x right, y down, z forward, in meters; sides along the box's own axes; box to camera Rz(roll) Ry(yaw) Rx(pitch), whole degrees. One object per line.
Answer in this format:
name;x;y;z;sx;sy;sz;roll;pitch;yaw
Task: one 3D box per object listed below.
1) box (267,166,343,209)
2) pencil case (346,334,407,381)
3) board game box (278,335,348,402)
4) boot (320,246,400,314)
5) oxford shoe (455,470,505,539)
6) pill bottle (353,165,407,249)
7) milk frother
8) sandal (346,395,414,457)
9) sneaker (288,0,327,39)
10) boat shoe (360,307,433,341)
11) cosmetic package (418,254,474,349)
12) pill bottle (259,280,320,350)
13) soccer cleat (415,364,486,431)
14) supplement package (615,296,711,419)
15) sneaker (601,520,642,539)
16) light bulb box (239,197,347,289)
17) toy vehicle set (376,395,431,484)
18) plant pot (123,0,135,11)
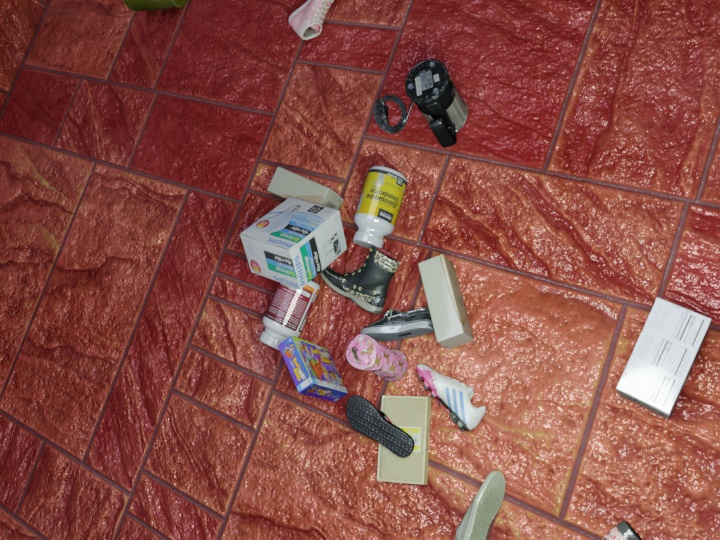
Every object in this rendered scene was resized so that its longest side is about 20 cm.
box;-0.157;-0.215;1.895;0.197;0.095;0.079;26;87;31
pencil case;0.042;0.212;1.610;0.085;0.199;0.085;-11;69;24
board game box;-0.116;0.249;1.677;0.044;0.200;0.136;-34;64;12
boot;0.001;0.000;1.745;0.202;0.073;0.156;32;107;23
oxford shoe;0.262;0.538;1.487;0.057;0.074;0.204;10;75;64
pill bottle;0.047;-0.162;1.767;0.110;0.112;0.205;13;81;28
milk frother;0.158;-0.416;1.744;0.196;0.188;0.185;4;76;27
sandal;0.046;0.379;1.624;0.198;0.045;0.076;35;97;16
sneaker;-0.126;-0.793;2.060;0.199;0.075;0.106;-38;62;16
boat shoe;0.091;0.130;1.683;0.196;0.073;0.070;-14;61;29
cosmetic package;0.207;0.076;1.625;0.072;0.103;0.204;-20;68;18
pill bottle;-0.196;0.110;1.806;0.111;0.113;0.204;21;84;29
soccer cleat;0.215;0.286;1.588;0.086;0.070;0.200;-39;63;-7
supplement package;0.615;0.182;1.362;0.109;0.155;0.203;25;87;28
sneaker;0.550;0.613;1.321;0.108;0.067;0.203;-42;58;10
light bulb box;-0.175;-0.076;1.769;0.195;0.127;0.200;16;44;36
toy vehicle set;0.106;0.407;1.620;0.122;0.026;0.205;-2;74;26
plant pot;-0.710;-1.006;2.358;0.189;0.200;0.205;15;82;16
